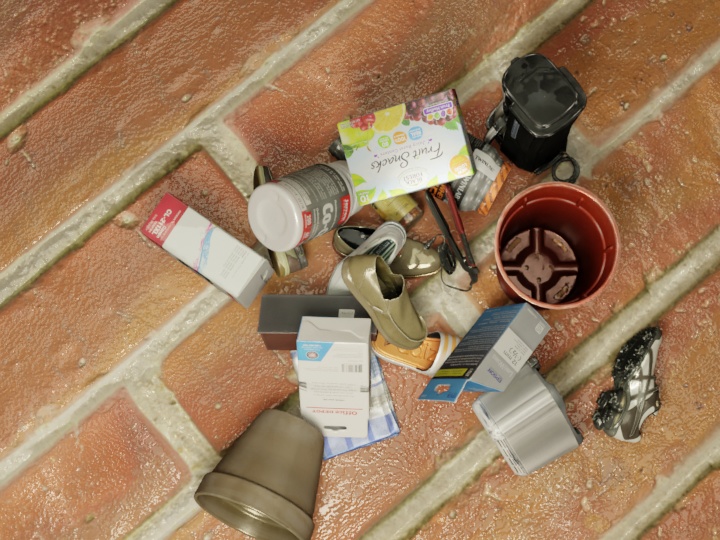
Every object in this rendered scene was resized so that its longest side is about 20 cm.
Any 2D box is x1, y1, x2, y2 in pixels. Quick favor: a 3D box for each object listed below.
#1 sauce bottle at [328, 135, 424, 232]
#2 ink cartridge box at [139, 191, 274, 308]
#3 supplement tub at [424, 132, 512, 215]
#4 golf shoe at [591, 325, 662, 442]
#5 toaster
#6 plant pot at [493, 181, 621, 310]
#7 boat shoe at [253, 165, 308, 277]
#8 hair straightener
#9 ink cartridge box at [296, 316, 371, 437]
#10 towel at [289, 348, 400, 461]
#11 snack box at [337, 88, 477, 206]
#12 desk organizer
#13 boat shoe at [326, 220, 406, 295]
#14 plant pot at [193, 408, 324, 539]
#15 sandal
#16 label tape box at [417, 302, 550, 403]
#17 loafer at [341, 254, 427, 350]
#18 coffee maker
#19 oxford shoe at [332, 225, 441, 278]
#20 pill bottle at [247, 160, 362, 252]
[{"bbox_3d":[0.024,-0.151,1.788,0.066,0.066,0.200,-41,79,-7],"label":"sauce bottle"},{"bbox_3d":[-0.254,-0.031,1.725,0.199,0.146,0.083,34,83,7],"label":"ink cartridge box"},{"bbox_3d":[0.151,-0.183,1.761,0.198,0.123,0.123,29,81,6],"label":"supplement tub"},{"bbox_3d":[0.465,0.192,1.721,0.094,0.078,0.202,31,83,-11],"label":"golf shoe"},{"bbox_3d":[0.266,0.238,1.654,0.128,0.201,0.114,-34,42,0],"label":"toaster"},{"bbox_3d":[0.306,-0.023,1.691,0.198,0.195,0.204,0,80,0],"label":"plant pot"},{"bbox_3d":[-0.139,-0.088,1.779,0.064,0.073,0.202,-11,78,-16],"label":"boat shoe"},{"bbox_3d":[0.145,-0.048,1.739,0.076,0.041,0.202,-17,116,14],"label":"hair straightener"},{"bbox_3d":[-0.041,0.174,1.671,0.114,0.202,0.067,2,35,3],"label":"ink cartridge box"},{"bbox_3d":[-0.026,0.203,1.741,0.145,0.024,0.202,-18,80,-2],"label":"towel"},{"bbox_3d":[0.076,-0.200,1.683,0.198,0.053,0.144,-15,97,14],"label":"snack box"},{"bbox_3d":[-0.066,0.089,1.717,0.197,0.077,0.073,0,62,7],"label":"desk organizer"},{"bbox_3d":[0.000,0.000,1.710,0.073,0.067,0.201,34,116,-2],"label":"boat shoe"},{"bbox_3d":[-0.141,0.327,1.650,0.198,0.201,0.175,23,63,5],"label":"plant pot"},{"bbox_3d":[0.116,0.140,1.725,0.204,0.059,0.080,12,77,-4],"label":"sandal"},{"bbox_3d":[0.196,0.148,1.641,0.066,0.143,0.201,42,72,-11],"label":"label tape box"},{"bbox_3d":[0.049,0.051,1.652,0.200,0.067,0.077,46,44,-26],"label":"loafer"},{"bbox_3d":[0.312,-0.252,1.732,0.191,0.200,0.136,29,82,6],"label":"coffee maker"},{"bbox_3d":[0.046,-0.033,1.757,0.197,0.075,0.071,10,79,2],"label":"oxford shoe"},{"bbox_3d":[-0.083,-0.113,1.708,0.114,0.114,0.199,52,42,9],"label":"pill bottle"}]
